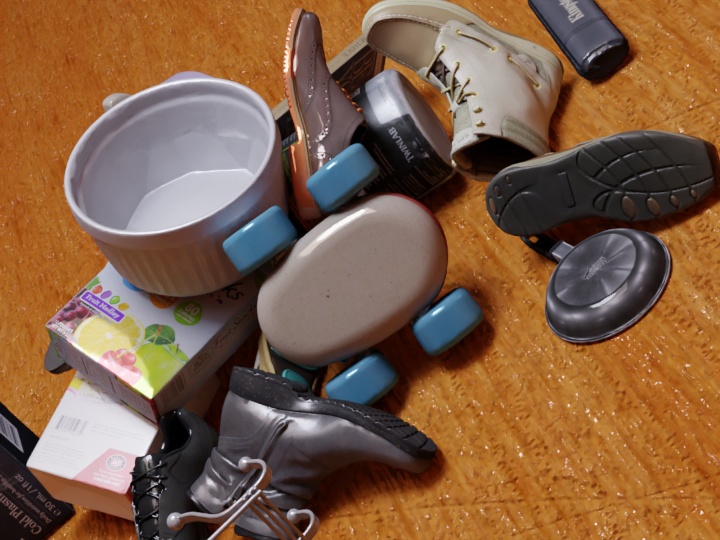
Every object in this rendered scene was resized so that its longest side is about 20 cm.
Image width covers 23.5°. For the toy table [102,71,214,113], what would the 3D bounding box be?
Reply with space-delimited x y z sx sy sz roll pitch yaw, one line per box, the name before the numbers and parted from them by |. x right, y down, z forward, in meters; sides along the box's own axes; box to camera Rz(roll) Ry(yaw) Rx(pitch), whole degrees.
toy table | -0.199 -0.132 1.894 0.117 0.185 0.200 -37 17 -27

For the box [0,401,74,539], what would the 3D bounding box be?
box | -0.420 0.210 1.667 0.196 0.200 0.124 -41 31 2

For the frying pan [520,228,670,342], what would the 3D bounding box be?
frying pan | 0.191 -0.014 1.427 0.115 0.031 0.191 -32 35 14

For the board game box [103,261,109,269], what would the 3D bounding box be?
board game box | -0.201 0.033 1.776 0.199 0.064 0.148 -8 45 45

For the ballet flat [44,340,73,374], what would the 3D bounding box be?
ballet flat | -0.235 0.037 1.716 0.200 0.046 0.068 -43 39 10

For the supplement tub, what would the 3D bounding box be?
supplement tub | -0.016 -0.092 1.664 0.199 0.123 0.123 -33 32 15

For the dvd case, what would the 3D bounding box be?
dvd case | -0.045 -0.153 1.746 0.016 0.149 0.200 40 65 16

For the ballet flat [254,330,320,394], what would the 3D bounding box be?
ballet flat | -0.073 0.100 1.548 0.063 0.068 0.201 -42 27 28

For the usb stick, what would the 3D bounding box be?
usb stick | 0.209 -0.242 1.683 0.055 0.033 0.200 -37 31 10

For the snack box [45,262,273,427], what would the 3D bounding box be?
snack box | -0.171 0.030 1.598 0.142 0.053 0.200 31 62 27

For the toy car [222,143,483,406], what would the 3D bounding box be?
toy car | 0.000 0.000 1.532 0.176 0.185 0.200 -36 3 9

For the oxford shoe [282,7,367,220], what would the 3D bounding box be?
oxford shoe | -0.030 -0.147 1.587 0.072 0.071 0.202 -7 78 6

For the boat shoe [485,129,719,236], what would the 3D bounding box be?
boat shoe | 0.203 -0.081 1.446 0.199 0.076 0.074 -7 14 27

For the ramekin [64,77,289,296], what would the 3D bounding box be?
ramekin | -0.157 -0.070 1.567 0.198 0.105 0.201 -9 47 10

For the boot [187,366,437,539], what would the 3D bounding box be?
boot | -0.039 0.167 1.420 0.199 0.070 0.133 17 90 29

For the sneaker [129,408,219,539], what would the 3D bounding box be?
sneaker | -0.169 0.208 1.494 0.076 0.091 0.201 -19 39 29

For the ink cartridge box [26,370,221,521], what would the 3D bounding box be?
ink cartridge box | -0.211 0.126 1.622 0.116 0.068 0.201 11 60 27

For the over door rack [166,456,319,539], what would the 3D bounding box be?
over door rack | -0.105 0.257 1.302 0.200 0.148 0.066 -51 34 -16

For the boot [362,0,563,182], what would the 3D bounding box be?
boot | 0.089 -0.163 1.584 0.072 0.199 0.155 119 167 -46
